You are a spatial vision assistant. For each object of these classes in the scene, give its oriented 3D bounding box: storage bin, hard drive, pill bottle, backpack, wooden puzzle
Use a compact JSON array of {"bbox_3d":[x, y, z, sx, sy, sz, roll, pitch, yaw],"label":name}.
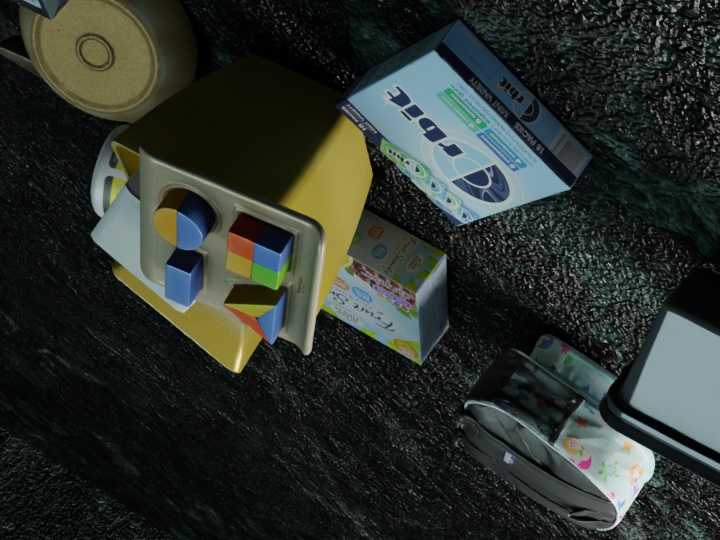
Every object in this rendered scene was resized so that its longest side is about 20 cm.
[{"bbox_3d":[0.335,0.092,1.360,0.200,0.145,0.135,29,129,20],"label":"storage bin"},{"bbox_3d":[-0.203,-0.025,1.587,0.132,0.026,0.200,40,158,-7],"label":"hard drive"},{"bbox_3d":[-0.195,-0.089,1.770,0.199,0.113,0.113,17,154,9],"label":"pill bottle"},{"bbox_3d":[0.216,0.178,1.651,0.200,0.151,0.178,39,161,17],"label":"backpack"},{"bbox_3d":[-0.129,-0.010,1.442,0.200,0.046,0.185,26,144,13],"label":"wooden puzzle"}]

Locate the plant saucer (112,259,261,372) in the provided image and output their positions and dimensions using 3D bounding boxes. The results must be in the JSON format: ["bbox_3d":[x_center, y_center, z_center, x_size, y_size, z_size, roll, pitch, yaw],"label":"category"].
[{"bbox_3d":[-0.182,0.002,1.911,0.200,0.200,0.048,40,122,-7],"label":"plant saucer"}]

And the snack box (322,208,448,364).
[{"bbox_3d":[0.000,0.000,1.739,0.200,0.068,0.169,31,156,19],"label":"snack box"}]

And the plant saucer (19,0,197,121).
[{"bbox_3d":[-0.268,-0.233,1.608,0.200,0.035,0.201,10,127,13],"label":"plant saucer"}]

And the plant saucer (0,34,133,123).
[{"bbox_3d":[-0.320,-0.219,1.769,0.200,0.032,0.200,27,179,1],"label":"plant saucer"}]

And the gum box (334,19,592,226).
[{"bbox_3d":[0.088,-0.127,1.395,0.170,0.045,0.200,43,156,-14],"label":"gum box"}]

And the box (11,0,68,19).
[{"bbox_3d":[-0.332,-0.361,1.477,0.132,0.115,0.200,26,156,22],"label":"box"}]

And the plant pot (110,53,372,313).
[{"bbox_3d":[-0.096,-0.095,1.557,0.200,0.177,0.200,27,156,25],"label":"plant pot"}]
